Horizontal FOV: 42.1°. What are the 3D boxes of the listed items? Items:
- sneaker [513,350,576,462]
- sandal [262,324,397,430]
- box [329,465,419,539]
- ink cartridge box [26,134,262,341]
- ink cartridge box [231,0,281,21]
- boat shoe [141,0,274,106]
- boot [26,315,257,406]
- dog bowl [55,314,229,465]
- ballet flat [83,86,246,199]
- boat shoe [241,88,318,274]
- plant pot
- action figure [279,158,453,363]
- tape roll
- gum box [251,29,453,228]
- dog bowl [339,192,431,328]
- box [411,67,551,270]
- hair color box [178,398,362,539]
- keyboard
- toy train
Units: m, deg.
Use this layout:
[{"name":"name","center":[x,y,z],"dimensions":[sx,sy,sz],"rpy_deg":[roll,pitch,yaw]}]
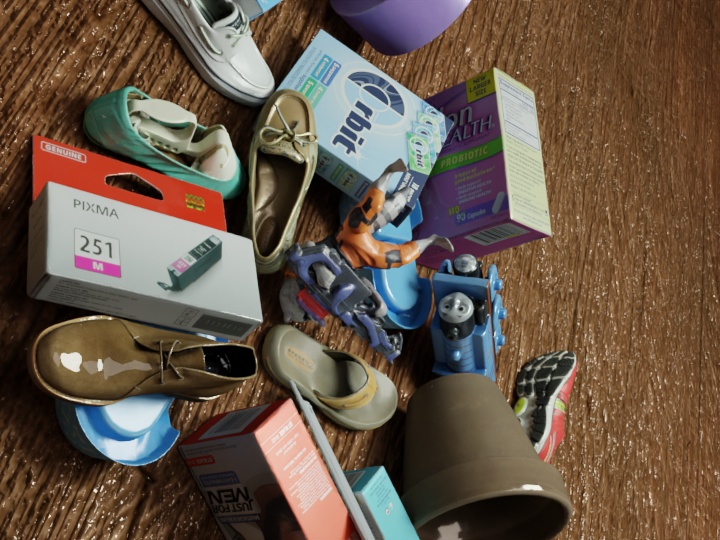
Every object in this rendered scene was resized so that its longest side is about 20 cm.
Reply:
[{"name":"sneaker","center":[0.260,0.200,1.323],"dimensions":[0.085,0.076,0.201],"rpy_deg":[60,46,-33]},{"name":"sandal","center":[-0.022,0.116,1.012],"dimensions":[0.199,0.054,0.081],"rpy_deg":[36,51,-37]},{"name":"box","center":[0.025,0.306,0.975],"dimensions":[0.049,0.082,0.201],"rpy_deg":[-39,107,-50]},{"name":"ink cartridge box","center":[-0.187,-0.037,0.818],"dimensions":[0.199,0.044,0.175],"rpy_deg":[16,49,-36]},{"name":"ink cartridge box","center":[-0.112,-0.369,1.077],"dimensions":[0.116,0.067,0.200],"rpy_deg":[58,41,-17]},{"name":"boat shoe","center":[-0.152,-0.253,0.985],"dimensions":[0.200,0.066,0.074],"rpy_deg":[40,49,-34]},{"name":"boot","center":[-0.169,0.070,0.757],"dimensions":[0.199,0.075,0.074],"rpy_deg":[10,70,-47]},{"name":"dog bowl","center":[-0.192,0.081,0.824],"dimensions":[0.112,0.049,0.201],"rpy_deg":[51,44,-25]},{"name":"ballet flat","center":[-0.170,-0.121,0.910],"dimensions":[0.199,0.070,0.068],"rpy_deg":[21,57,-46]},{"name":"boat shoe","center":[-0.082,-0.098,0.973],"dimensions":[0.072,0.063,0.202],"rpy_deg":[8,79,-9]},{"name":"plant pot","center":[0.123,0.220,1.067],"dimensions":[0.200,0.200,0.176],"rpy_deg":[31,35,-40]},{"name":"action figure","center":[0.000,0.000,0.999],"dimensions":[0.201,0.193,0.105],"rpy_deg":[57,-1,-39]},{"name":"tape roll","center":[0.060,-0.380,1.185],"dimensions":[0.085,0.199,0.202],"rpy_deg":[36,51,-36]},{"name":"gum box","center":[-0.003,-0.169,1.092],"dimensions":[0.199,0.045,0.171],"rpy_deg":[33,48,-7]},{"name":"dog bowl","center":[0.027,-0.025,1.118],"dimensions":[0.111,0.049,0.202],"rpy_deg":[9,69,-49]},{"name":"box","center":[0.135,-0.125,1.197],"dimensions":[0.096,0.175,0.202],"rpy_deg":[16,64,-46]},{"name":"hair color box","center":[-0.073,0.227,0.863],"dimensions":[0.064,0.110,0.201],"rpy_deg":[-38,106,-48]},{"name":"keyboard","center":[-0.027,0.194,0.913],"dimensions":[0.201,0.011,0.056],"rpy_deg":[59,-2,39]},{"name":"toy train","center":[0.129,0.074,1.139],"dimensions":[0.201,0.086,0.115],"rpy_deg":[78,24,-47]}]
